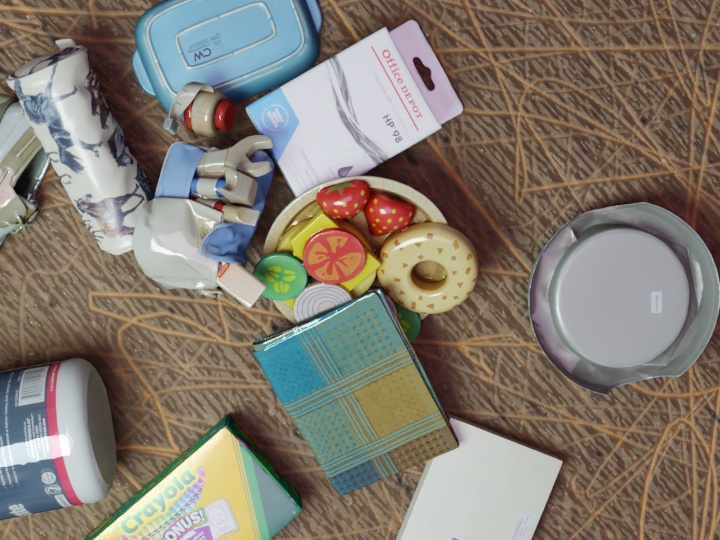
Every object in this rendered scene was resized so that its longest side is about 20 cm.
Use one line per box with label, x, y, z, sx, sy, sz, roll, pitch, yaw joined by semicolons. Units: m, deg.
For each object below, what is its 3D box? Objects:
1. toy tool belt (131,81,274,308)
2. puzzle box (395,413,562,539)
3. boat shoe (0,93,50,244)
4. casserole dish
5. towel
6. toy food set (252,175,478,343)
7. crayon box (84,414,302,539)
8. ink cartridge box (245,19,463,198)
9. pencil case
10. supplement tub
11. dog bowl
toy tool belt;-0.124;-0.071;0.928;0.122;0.125;0.201;12;80;15
puzzle box;0.115;0.268;1.043;0.133;0.025;0.201;22;92;-6
boat shoe;-0.351;-0.068;0.957;0.068;0.075;0.201;19;91;0
casserole dish;-0.134;-0.232;0.982;0.199;0.039;0.122;-22;95;-2
towel;-0.003;0.125;0.989;0.146;0.022;0.200;-24;112;11
toy food set;0.000;0.000;0.968;0.198;0.049;0.200;-41;118;20
crayon box;-0.172;0.259;1.002;0.200;0.058;0.119;-41;96;-1
ink cartridge box;-0.001;-0.161;0.982;0.200;0.067;0.116;-31;96;-2
pencil case;-0.256;-0.118;0.937;0.078;0.090;0.201;-16;112;22
supplement tub;-0.346;0.168;0.941;0.199;0.140;0.141;-10;95;-4
dog bowl;0.266;0.027;1.022;0.199;0.059;0.201;0;95;-5
